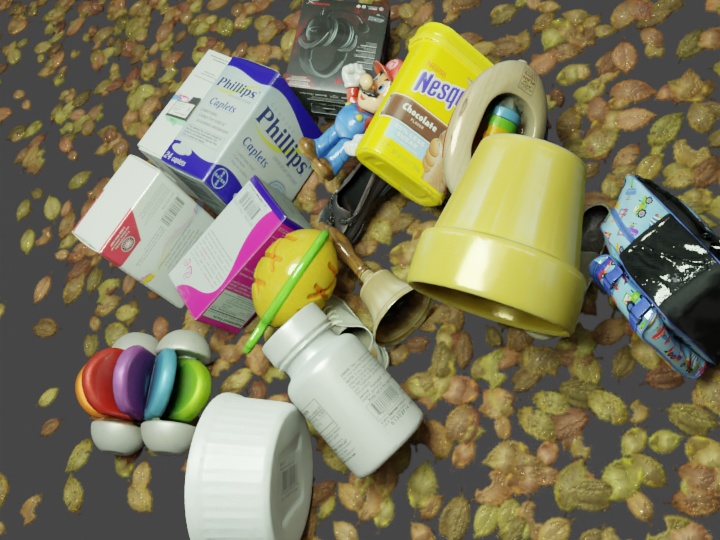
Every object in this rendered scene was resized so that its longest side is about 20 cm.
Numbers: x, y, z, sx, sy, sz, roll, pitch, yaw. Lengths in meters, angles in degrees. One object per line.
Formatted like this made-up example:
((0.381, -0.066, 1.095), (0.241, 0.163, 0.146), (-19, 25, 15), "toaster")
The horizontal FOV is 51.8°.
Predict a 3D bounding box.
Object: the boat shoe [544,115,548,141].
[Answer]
((0.200, -0.142, 1.032), (0.072, 0.072, 0.202), (18, 74, 30), "boat shoe")

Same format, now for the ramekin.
((-0.127, 0.253, 0.904), (0.096, 0.201, 0.204), (-1, 65, 14), "ramekin")

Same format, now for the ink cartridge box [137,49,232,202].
((-0.246, -0.231, 1.219), (0.083, 0.145, 0.201), (27, 78, 31), "ink cartridge box")

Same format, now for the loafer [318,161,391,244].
((-0.015, -0.105, 1.081), (0.072, 0.063, 0.201), (46, 105, 29), "loafer")

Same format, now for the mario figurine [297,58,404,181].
((-0.011, -0.235, 1.085), (0.200, 0.106, 0.124), (-44, 87, 9), "mario figurine")

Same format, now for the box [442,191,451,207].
((0.107, -0.202, 1.116), (0.199, 0.049, 0.160), (34, 84, 32), "box")

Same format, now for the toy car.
((-0.313, 0.163, 1.050), (0.197, 0.150, 0.178), (-4, 63, 21), "toy car")

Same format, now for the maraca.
((-0.100, 0.028, 1.007), (0.106, 0.137, 0.201), (35, 109, 0), "maraca")

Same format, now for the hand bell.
((0.000, 0.000, 1.022), (0.104, 0.104, 0.200), (-43, 59, -2), "hand bell")

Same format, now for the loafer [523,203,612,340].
((0.263, -0.007, 0.940), (0.075, 0.068, 0.202), (26, 77, 31), "loafer")

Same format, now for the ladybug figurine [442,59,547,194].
((0.168, -0.176, 0.959), (0.202, 0.134, 0.072), (-64, 25, -1), "ladybug figurine")

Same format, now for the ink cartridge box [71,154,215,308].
((-0.311, -0.054, 1.127), (0.085, 0.200, 0.149), (27, 77, 31), "ink cartridge box")

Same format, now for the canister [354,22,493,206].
((0.096, -0.209, 1.015), (0.202, 0.148, 0.086), (-62, 21, -11), "canister")

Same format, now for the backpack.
((0.345, -0.005, 0.846), (0.134, 0.182, 0.201), (-43, 41, 17), "backpack")

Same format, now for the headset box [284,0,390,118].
((-0.037, -0.333, 1.201), (0.146, 0.077, 0.203), (8, 66, 6), "headset box")

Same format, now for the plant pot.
((0.174, -0.044, 0.854), (0.198, 0.200, 0.192), (16, 84, 28), "plant pot")

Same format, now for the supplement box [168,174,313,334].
((-0.170, -0.019, 1.088), (0.200, 0.103, 0.101), (-46, 57, 9), "supplement box")

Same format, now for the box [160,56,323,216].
((-0.170, -0.184, 1.141), (0.104, 0.184, 0.202), (24, 76, 33), "box")

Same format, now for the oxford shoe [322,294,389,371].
((-0.038, 0.078, 1.033), (0.199, 0.058, 0.075), (38, 87, 35), "oxford shoe")

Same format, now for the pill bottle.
((-0.025, 0.144, 0.917), (0.114, 0.114, 0.200), (-42, 84, -2), "pill bottle")
